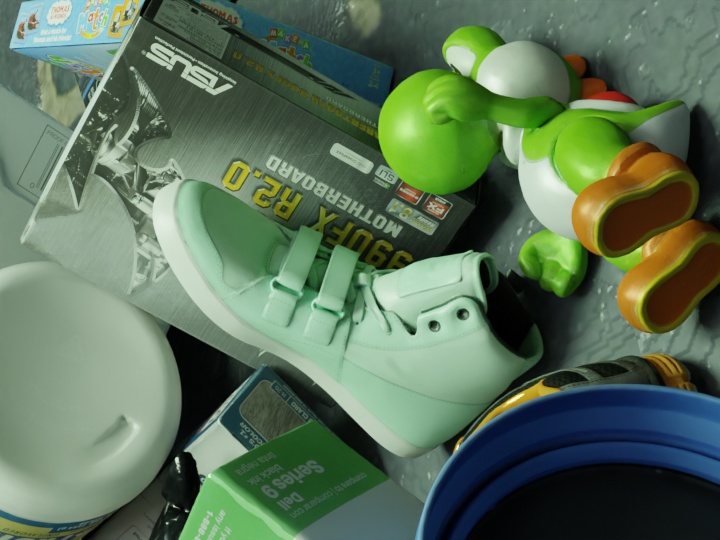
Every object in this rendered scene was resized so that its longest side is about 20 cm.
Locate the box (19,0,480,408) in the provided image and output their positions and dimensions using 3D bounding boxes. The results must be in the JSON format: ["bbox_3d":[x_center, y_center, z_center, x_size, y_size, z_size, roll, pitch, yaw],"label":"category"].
[{"bbox_3d":[-0.060,-0.036,0.876,0.159,0.199,0.048,-54,13,30],"label":"box"}]

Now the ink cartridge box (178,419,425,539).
[{"bbox_3d":[0.008,0.183,0.679,0.199,0.084,0.147,34,114,21],"label":"ink cartridge box"}]

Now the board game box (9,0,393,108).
[{"bbox_3d":[-0.099,-0.127,0.981,0.199,0.151,0.037,6,82,53],"label":"board game box"}]

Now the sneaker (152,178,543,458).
[{"bbox_3d":[0.000,0.000,0.811,0.118,0.200,0.074,-38,23,34],"label":"sneaker"}]

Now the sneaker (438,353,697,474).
[{"bbox_3d":[0.070,0.100,0.770,0.200,0.077,0.079,-50,49,39],"label":"sneaker"}]

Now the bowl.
[{"bbox_3d":[0.116,0.129,0.613,0.040,0.199,0.201,99,152,-44],"label":"bowl"}]

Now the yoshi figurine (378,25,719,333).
[{"bbox_3d":[0.075,-0.047,0.773,0.200,0.111,0.113,50,128,49],"label":"yoshi figurine"}]

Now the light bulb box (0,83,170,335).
[{"bbox_3d":[-0.240,-0.003,1.076,0.200,0.198,0.125,-26,35,52],"label":"light bulb box"}]

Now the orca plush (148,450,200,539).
[{"bbox_3d":[-0.036,0.157,0.794,0.105,0.071,0.200,-42,60,-3],"label":"orca plush"}]

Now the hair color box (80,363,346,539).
[{"bbox_3d":[-0.084,0.150,0.943,0.100,0.061,0.200,45,130,-3],"label":"hair color box"}]

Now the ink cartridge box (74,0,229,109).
[{"bbox_3d":[-0.139,-0.187,1.144,0.200,0.039,0.100,-52,45,33],"label":"ink cartridge box"}]

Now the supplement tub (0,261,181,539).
[{"bbox_3d":[-0.200,0.095,0.944,0.200,0.144,0.146,-40,52,54],"label":"supplement tub"}]
